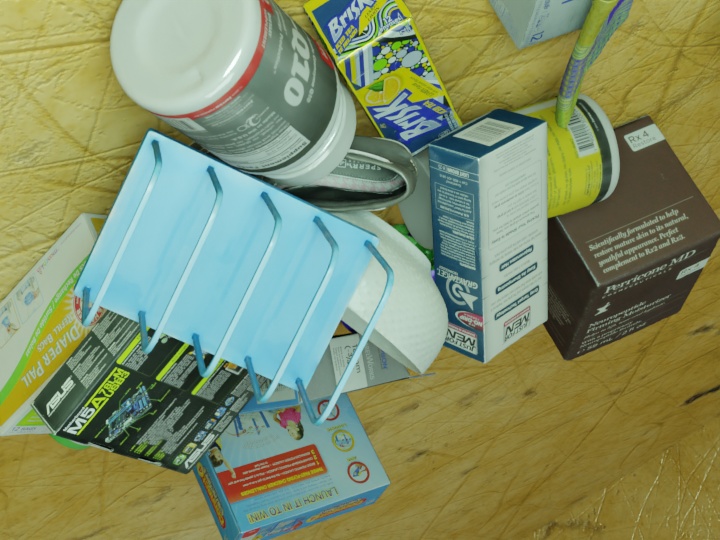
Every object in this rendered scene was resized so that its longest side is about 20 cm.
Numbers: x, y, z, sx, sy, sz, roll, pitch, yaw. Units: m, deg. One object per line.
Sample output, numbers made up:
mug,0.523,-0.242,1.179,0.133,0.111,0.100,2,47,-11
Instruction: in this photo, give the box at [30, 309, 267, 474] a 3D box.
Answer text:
box,-0.149,0.072,1.136,0.200,0.048,0.193,-50,145,5

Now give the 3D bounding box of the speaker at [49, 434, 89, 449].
speaker,-0.229,0.092,1.305,0.200,0.089,0.088,-41,153,27

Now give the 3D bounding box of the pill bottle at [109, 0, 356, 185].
pill bottle,-0.083,-0.137,0.973,0.114,0.114,0.200,-33,156,12

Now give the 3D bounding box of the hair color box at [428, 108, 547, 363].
hair color box,0.116,-0.031,1.193,0.100,0.060,0.201,-29,126,-38

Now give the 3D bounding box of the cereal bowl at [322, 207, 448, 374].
cereal bowl,0.000,0.000,1.173,0.084,0.199,0.200,-53,157,-6

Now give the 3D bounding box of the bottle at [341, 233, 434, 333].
bottle,0.062,-0.005,1.457,0.199,0.066,0.083,-34,161,13

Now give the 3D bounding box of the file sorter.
file sorter,-0.092,0.009,0.988,0.199,0.123,0.140,25,99,-16

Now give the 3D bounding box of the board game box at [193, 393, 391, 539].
board game box,-0.096,0.196,1.528,0.199,0.197,0.056,-12,152,-31

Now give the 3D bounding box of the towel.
towel,0.215,-0.223,1.140,0.144,0.023,0.200,-59,171,-26

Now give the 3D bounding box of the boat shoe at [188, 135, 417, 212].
boat shoe,-0.051,-0.082,1.100,0.198,0.057,0.067,1,113,-1

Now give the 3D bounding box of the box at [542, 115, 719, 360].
box,0.276,-0.033,1.508,0.165,0.165,0.200,-22,156,-13

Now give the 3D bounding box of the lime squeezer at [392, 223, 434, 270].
lime squeezer,0.065,-0.016,1.337,0.070,0.200,0.038,35,83,-37

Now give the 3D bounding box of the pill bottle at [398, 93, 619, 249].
pill bottle,0.140,-0.095,1.300,0.199,0.115,0.115,-18,155,-20

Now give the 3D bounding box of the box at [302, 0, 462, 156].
box,0.023,-0.164,1.095,0.070,0.065,0.200,-30,156,4

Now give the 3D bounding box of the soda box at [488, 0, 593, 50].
soda box,0.157,-0.264,1.037,0.068,0.064,0.200,-21,155,-17

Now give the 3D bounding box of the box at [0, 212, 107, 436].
box,-0.242,0.050,1.193,0.200,0.102,0.112,-42,153,28

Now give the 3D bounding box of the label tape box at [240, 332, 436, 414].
label tape box,-0.040,0.104,1.445,0.199,0.064,0.144,-8,177,-43
